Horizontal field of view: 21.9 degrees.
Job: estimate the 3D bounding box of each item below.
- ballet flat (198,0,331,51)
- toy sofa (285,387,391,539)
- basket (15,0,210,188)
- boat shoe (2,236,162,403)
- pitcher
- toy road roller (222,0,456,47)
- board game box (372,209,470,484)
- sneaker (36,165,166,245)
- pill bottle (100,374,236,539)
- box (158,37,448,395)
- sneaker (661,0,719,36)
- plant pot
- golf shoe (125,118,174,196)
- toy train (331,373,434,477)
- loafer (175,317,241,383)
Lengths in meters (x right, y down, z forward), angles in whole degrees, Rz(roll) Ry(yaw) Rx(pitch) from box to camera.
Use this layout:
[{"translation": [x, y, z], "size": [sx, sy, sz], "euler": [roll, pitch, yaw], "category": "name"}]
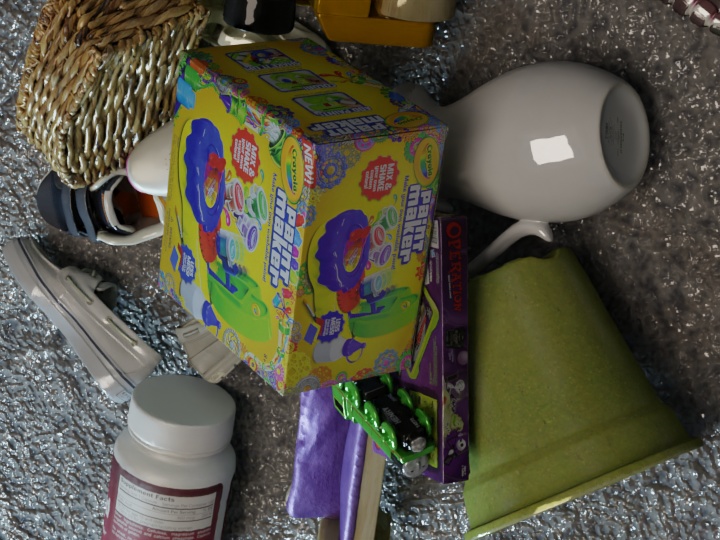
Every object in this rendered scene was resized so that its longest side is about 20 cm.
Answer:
[{"translation": [-0.111, -0.211, 1.564], "size": [0.200, 0.069, 0.070], "euler": [35, 120, 17], "category": "ballet flat"}, {"translation": [-0.013, 0.162, 1.577], "size": [0.097, 0.083, 0.201], "euler": [6, 123, -1], "category": "toy sofa"}, {"translation": [-0.236, -0.186, 1.560], "size": [0.149, 0.142, 0.200], "euler": [51, 149, 15], "category": "basket"}, {"translation": [-0.255, 0.033, 1.737], "size": [0.067, 0.074, 0.200], "euler": [-41, 72, 0], "category": "boat shoe"}, {"translation": [0.117, -0.071, 1.430], "size": [0.199, 0.121, 0.173], "euler": [-3, 85, 37], "category": "pitcher"}, {"translation": [-0.023, -0.261, 1.480], "size": [0.199, 0.146, 0.124], "euler": [4, 112, -10], "category": "toy road roller"}, {"translation": [0.044, 0.052, 1.421], "size": [0.120, 0.032, 0.201], "euler": [14, 107, 59], "category": "board game box"}, {"translation": [-0.230, -0.065, 1.675], "size": [0.199, 0.079, 0.079], "euler": [-5, 107, 34], "category": "sneaker"}, {"translation": [-0.177, 0.206, 1.710], "size": [0.114, 0.114, 0.201], "euler": [22, 116, 23], "category": "pill bottle"}, {"translation": [-0.048, -0.046, 1.399], "size": [0.192, 0.121, 0.201], "euler": [36, 127, 46], "category": "box"}, {"translation": [0.246, -0.250, 1.331], "size": [0.200, 0.076, 0.116], "euler": [37, 118, 17], "category": "sneaker"}, {"translation": [0.141, 0.089, 1.451], "size": [0.200, 0.200, 0.185], "euler": [-28, 79, 34], "category": "plant pot"}, {"translation": [-0.110, -0.104, 1.554], "size": [0.199, 0.092, 0.076], "euler": [-12, 95, 14], "category": "golf shoe"}, {"translation": [0.000, 0.094, 1.445], "size": [0.200, 0.042, 0.057], "euler": [46, 150, 49], "category": "toy train"}, {"translation": [-0.095, 0.024, 1.628], "size": [0.070, 0.070, 0.200], "euler": [47, 124, 0], "category": "loafer"}]
